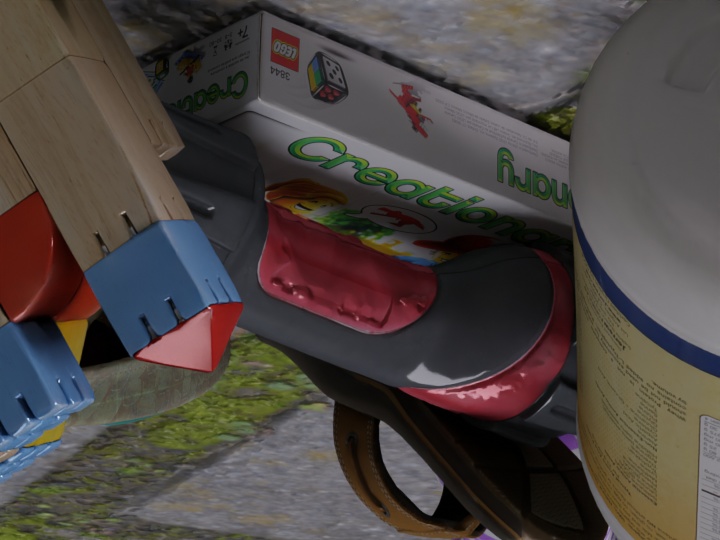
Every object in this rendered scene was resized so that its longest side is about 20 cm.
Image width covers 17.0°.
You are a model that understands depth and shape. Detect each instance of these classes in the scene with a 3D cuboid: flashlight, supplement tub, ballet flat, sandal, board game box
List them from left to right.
[{"bbox_3d":[-0.099,0.019,0.792,0.200,0.067,0.062,-17,142,-56],"label":"ballet flat"},{"bbox_3d":[0.000,0.000,0.767,0.200,0.068,0.068,25,154,-37],"label":"flashlight"},{"bbox_3d":[0.000,-0.025,0.829,0.200,0.035,0.126,19,154,-38],"label":"board game box"},{"bbox_3d":[0.017,0.063,0.869,0.082,0.055,0.200,18,-170,-42],"label":"sandal"},{"bbox_3d":[0.134,0.018,0.713,0.144,0.145,0.200,0,144,6],"label":"supplement tub"}]

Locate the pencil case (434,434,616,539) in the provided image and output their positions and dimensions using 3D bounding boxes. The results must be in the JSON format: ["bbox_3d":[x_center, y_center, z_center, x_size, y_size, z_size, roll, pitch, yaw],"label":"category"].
[{"bbox_3d":[0.078,0.104,1.118,0.085,0.084,0.200,22,162,13],"label":"pencil case"}]

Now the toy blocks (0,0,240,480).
[{"bbox_3d":[-0.121,-0.001,0.659,0.200,0.137,0.100,-32,172,15],"label":"toy blocks"}]
